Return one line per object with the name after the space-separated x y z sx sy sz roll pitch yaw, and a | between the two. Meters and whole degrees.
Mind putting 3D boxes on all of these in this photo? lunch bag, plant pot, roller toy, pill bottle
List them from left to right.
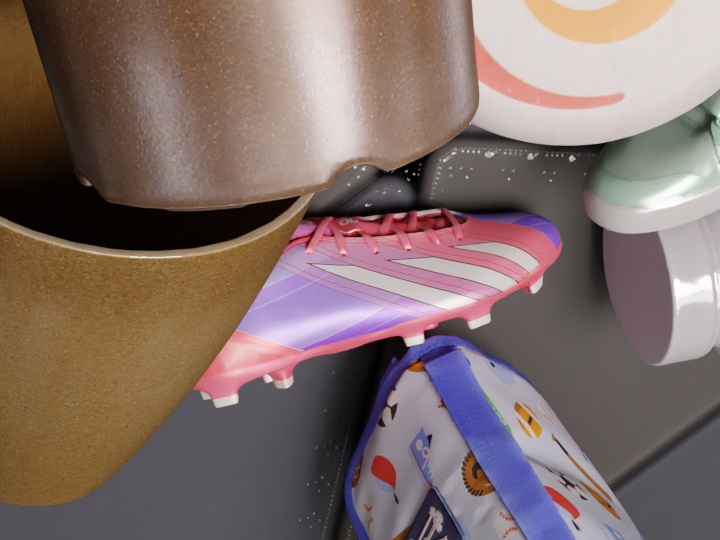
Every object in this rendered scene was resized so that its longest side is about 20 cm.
-0.127 0.001 1.030 0.186 0.187 0.200 1 133 -21 | plant pot
-0.046 -0.139 0.867 0.200 0.200 0.199 -15 111 -12 | plant pot
0.077 0.144 1.164 0.124 0.170 0.200 -26 142 -7 | lunch bag
0.085 -0.157 1.021 0.200 0.140 0.183 28 110 -21 | roller toy
0.225 -0.013 1.181 0.200 0.113 0.113 -11 123 -15 | pill bottle

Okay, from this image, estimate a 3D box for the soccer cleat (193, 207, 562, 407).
0.000 0.000 1.137 0.200 0.067 0.077 -20 101 -14 | soccer cleat

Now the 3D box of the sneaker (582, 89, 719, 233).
0.167 -0.111 1.114 0.200 0.074 0.118 -39 133 -13 | sneaker
